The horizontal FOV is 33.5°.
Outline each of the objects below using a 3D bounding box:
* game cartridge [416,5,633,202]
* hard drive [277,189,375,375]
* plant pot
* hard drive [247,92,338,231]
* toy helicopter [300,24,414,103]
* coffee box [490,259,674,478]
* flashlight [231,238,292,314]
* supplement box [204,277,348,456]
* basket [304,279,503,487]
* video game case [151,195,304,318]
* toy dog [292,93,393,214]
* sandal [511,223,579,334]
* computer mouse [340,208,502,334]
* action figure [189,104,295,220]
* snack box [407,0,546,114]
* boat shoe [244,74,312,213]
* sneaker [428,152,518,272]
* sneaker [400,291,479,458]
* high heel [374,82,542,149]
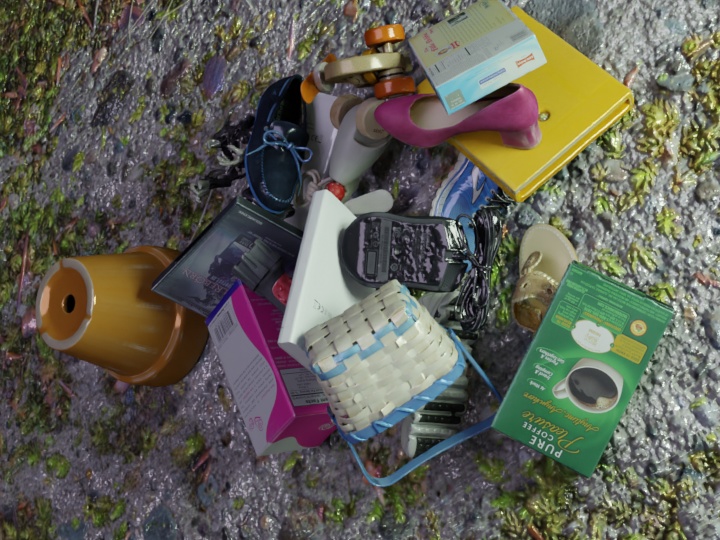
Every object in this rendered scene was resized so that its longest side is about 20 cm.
[{"bbox_3d":[0.177,-0.192,1.353,0.176,0.032,0.200,-39,55,-6],"label":"game cartridge"},{"bbox_3d":[-0.031,0.025,1.396,0.027,0.132,0.201,-9,55,34],"label":"hard drive"},{"bbox_3d":[-0.342,0.057,1.670,0.199,0.183,0.202,-7,79,37],"label":"plant pot"},{"bbox_3d":[-0.088,-0.142,1.601,0.131,0.026,0.201,20,96,39],"label":"hard drive"},{"bbox_3d":[-0.002,-0.236,1.448,0.131,0.200,0.080,-12,93,6],"label":"toy helicopter"},{"bbox_3d":[0.233,0.104,1.268,0.122,0.044,0.201,25,100,8],"label":"coffee box"},{"bbox_3d":[-0.064,0.041,1.469,0.200,0.068,0.068,42,79,-1],"label":"flashlight"},{"bbox_3d":[-0.103,0.119,1.512,0.101,0.103,0.201,-47,55,40],"label":"supplement box"},{"bbox_3d":[0.044,0.123,1.301,0.176,0.201,0.139,-30,18,3],"label":"basket"},{"bbox_3d":[-0.159,-0.003,1.553,0.200,0.142,0.019,-42,34,33],"label":"video game case"},{"bbox_3d":[0.004,-0.127,1.493,0.201,0.096,0.132,-63,34,27],"label":"toy dog"},{"bbox_3d":[0.200,0.045,1.317,0.077,0.069,0.213,-15,74,36],"label":"sandal"},{"bbox_3d":[0.070,-0.013,1.361,0.199,0.053,0.140,11,97,30],"label":"computer mouse"},{"bbox_3d":[-0.162,-0.126,1.574,0.119,0.101,0.201,-52,56,46],"label":"action figure"},{"bbox_3d":[0.122,-0.241,1.309,0.116,0.037,0.200,-27,26,6],"label":"snack box"},{"bbox_3d":[-0.104,-0.170,1.524,0.069,0.084,0.201,-35,49,42],"label":"boat shoe"},{"bbox_3d":[0.144,-0.090,1.378,0.089,0.078,0.201,22,97,41],"label":"sneaker"},{"bbox_3d":[0.083,0.120,1.405,0.081,0.075,0.201,12,87,51],"label":"sneaker"},{"bbox_3d":[0.098,-0.178,1.296,0.199,0.096,0.068,16,67,26],"label":"high heel"}]
